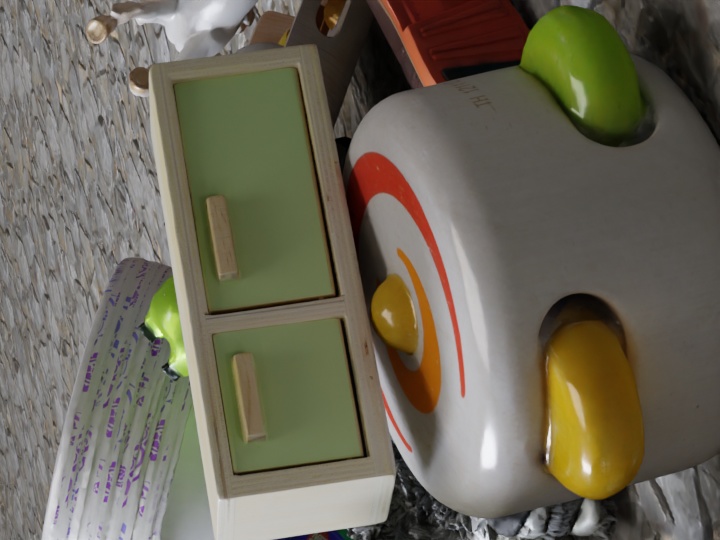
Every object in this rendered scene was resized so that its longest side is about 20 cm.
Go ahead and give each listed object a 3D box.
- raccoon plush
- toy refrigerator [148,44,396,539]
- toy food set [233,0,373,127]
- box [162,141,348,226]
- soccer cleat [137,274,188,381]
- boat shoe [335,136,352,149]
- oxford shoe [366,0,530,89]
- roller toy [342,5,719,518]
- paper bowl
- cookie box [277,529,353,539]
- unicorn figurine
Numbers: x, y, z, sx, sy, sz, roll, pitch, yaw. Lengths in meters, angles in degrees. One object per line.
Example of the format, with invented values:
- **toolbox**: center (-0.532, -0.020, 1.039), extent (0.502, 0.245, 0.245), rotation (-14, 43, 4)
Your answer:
- **raccoon plush**: center (0.075, 0.106, 1.350), extent (0.097, 0.134, 0.200), rotation (68, -163, 0)
- **toy refrigerator**: center (-0.040, 0.008, 1.149), extent (0.070, 0.076, 0.201), rotation (99, 162, -66)
- **toy food set**: center (-0.043, -0.111, 1.423), extent (0.200, 0.060, 0.144), rotation (136, 155, -66)
- **box**: center (0.000, 0.000, 1.342), extent (0.200, 0.040, 0.137), rotation (37, 156, 1)
- **soccer cleat**: center (-0.029, 0.043, 1.332), extent (0.068, 0.081, 0.200), rotation (55, -170, 34)
- **boat shoe**: center (-0.034, -0.048, 1.532), extent (0.060, 0.076, 0.200), rotation (52, 159, -18)
- **oxford shoe**: center (0.027, -0.137, 1.305), extent (0.073, 0.071, 0.201), rotation (94, 159, -60)
- **roller toy**: center (0.071, 0.009, 1.137), extent (0.182, 0.139, 0.201), rotation (125, 130, -68)
- **paper bowl**: center (-0.101, 0.101, 1.444), extent (0.201, 0.104, 0.201), rotation (14, -90, -89)
- **cookie box**: center (-0.031, 0.235, 1.467), extent (0.171, 0.200, 0.075), rotation (46, 173, 42)
- **unicorn figurine**: center (-0.080, -0.147, 1.382), extent (0.200, 0.137, 0.074), rotation (-33, 90, 39)
